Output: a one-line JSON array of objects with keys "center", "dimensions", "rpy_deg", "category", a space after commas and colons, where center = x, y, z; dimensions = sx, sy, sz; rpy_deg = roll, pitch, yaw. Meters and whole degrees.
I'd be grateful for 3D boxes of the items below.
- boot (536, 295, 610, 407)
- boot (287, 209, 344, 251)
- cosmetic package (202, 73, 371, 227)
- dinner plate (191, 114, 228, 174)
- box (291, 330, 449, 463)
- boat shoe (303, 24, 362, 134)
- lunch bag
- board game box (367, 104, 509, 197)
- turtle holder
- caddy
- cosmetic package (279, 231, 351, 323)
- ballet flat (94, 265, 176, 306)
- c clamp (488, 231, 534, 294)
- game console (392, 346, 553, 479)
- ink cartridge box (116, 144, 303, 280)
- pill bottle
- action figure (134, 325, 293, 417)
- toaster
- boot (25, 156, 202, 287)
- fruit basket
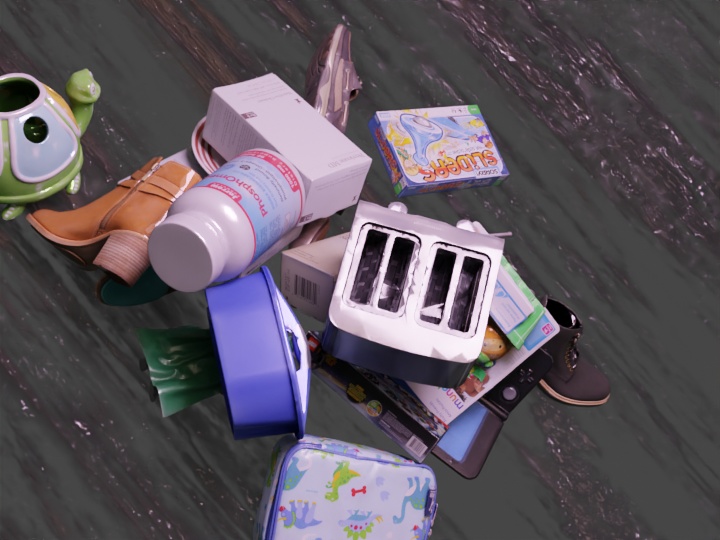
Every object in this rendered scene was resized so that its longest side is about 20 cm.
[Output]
[{"center": [0.296, 0.117, 1.384], "dimensions": [0.199, 0.138, 0.078], "rpy_deg": [25, 54, -14], "category": "boot"}, {"center": [-0.102, -0.095, 1.350], "dimensions": [0.146, 0.070, 0.200], "rpy_deg": [33, 52, 1], "category": "boot"}, {"center": [-0.095, -0.156, 1.251], "dimensions": [0.200, 0.081, 0.113], "rpy_deg": [41, 44, 23], "category": "cosmetic package"}, {"center": [-0.127, -0.153, 1.315], "dimensions": [0.199, 0.024, 0.201], "rpy_deg": [11, 41, -10], "category": "dinner plate"}, {"center": [0.016, 0.149, 1.208], "dimensions": [0.200, 0.137, 0.040], "rpy_deg": [39, 94, 9], "category": "box"}, {"center": [-0.040, -0.278, 1.486], "dimensions": [0.073, 0.074, 0.201], "rpy_deg": [25, 62, -25], "category": "boat shoe"}, {"center": [-0.016, 0.282, 1.134], "dimensions": [0.199, 0.082, 0.162], "rpy_deg": [16, 87, -19], "category": "lunch bag"}, {"center": [0.122, -0.188, 1.534], "dimensions": [0.199, 0.034, 0.136], "rpy_deg": [-10, 68, -32], "category": "board game box"}, {"center": [-0.387, -0.161, 1.165], "dimensions": [0.184, 0.132, 0.141], "rpy_deg": [-14, 52, -22], "category": "turtle holder"}, {"center": [-0.109, 0.096, 1.108], "dimensions": [0.104, 0.142, 0.201], "rpy_deg": [-12, 72, -10], "category": "caddy"}, {"center": [0.000, 0.000, 1.293], "dimensions": [0.103, 0.074, 0.199], "rpy_deg": [23, 30, 38], "category": "cosmetic package"}, {"center": [-0.245, -0.005, 1.228], "dimensions": [0.199, 0.071, 0.065], "rpy_deg": [-12, 43, -36], "category": "ballet flat"}, {"center": [0.183, 0.001, 1.418], "dimensions": [0.170, 0.027, 0.200], "rpy_deg": [-4, 38, -19], "category": "c clamp"}, {"center": [0.129, 0.139, 1.303], "dimensions": [0.200, 0.176, 0.116], "rpy_deg": [37, 23, -4], "category": "game console"}, {"center": [-0.178, -0.086, 1.266], "dimensions": [0.199, 0.041, 0.200], "rpy_deg": [31, 36, 14], "category": "ink cartridge box"}, {"center": [-0.149, -0.055, 1.106], "dimensions": [0.109, 0.109, 0.200], "rpy_deg": [42, 35, 0], "category": "pill bottle"}, {"center": [-0.164, 0.108, 1.200], "dimensions": [0.199, 0.055, 0.119], "rpy_deg": [-10, 66, -28], "category": "action figure"}, {"center": [0.054, 0.032, 1.118], "dimensions": [0.179, 0.119, 0.201], "rpy_deg": [15, 69, 2], "category": "toaster"}, {"center": [-0.290, -0.076, 1.157], "dimensions": [0.156, 0.199, 0.077], "rpy_deg": [-59, 140, -18], "category": "boot"}, {"center": [0.127, 0.070, 1.246], "dimensions": [0.200, 0.094, 0.186], "rpy_deg": [-39, 99, -4], "category": "fruit basket"}]
